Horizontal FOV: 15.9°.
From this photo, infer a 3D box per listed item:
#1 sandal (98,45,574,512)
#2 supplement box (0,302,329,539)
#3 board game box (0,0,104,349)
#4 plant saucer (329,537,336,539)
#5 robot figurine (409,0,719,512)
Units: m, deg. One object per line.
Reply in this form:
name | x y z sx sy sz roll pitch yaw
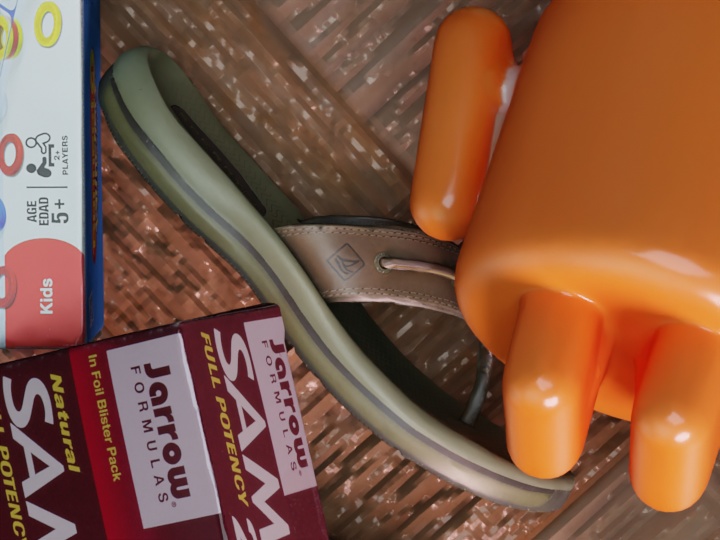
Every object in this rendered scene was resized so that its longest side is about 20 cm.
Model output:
sandal | -0.001 -0.001 0.815 0.057 0.080 0.201 -42 93 6
supplement box | -0.110 0.084 0.788 0.200 0.061 0.109 -14 88 28
board game box | -0.182 -0.075 0.822 0.196 0.056 0.200 -1 95 0
plant saucer | -0.047 0.179 0.832 0.200 0.029 0.200 -1 80 6
robot figurine | 0.096 -0.032 0.778 0.117 0.144 0.200 38 61 -34
